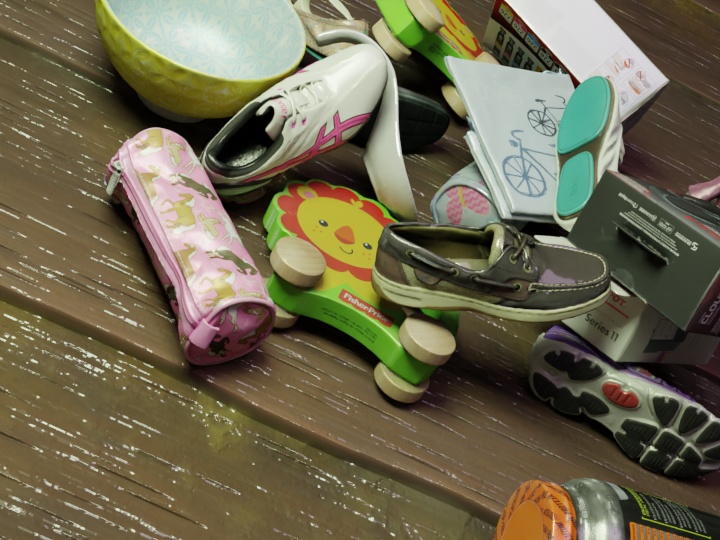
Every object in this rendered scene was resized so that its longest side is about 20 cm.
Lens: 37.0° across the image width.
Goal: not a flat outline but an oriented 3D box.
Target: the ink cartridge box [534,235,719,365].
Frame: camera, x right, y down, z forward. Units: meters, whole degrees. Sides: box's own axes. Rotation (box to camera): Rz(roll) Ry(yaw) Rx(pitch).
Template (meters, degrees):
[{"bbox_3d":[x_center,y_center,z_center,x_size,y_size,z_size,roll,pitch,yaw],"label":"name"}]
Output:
[{"bbox_3d":[0.242,0.029,0.998,0.199,0.068,0.117,7,24,-43],"label":"ink cartridge box"}]

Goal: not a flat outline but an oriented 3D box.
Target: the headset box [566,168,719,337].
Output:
[{"bbox_3d":[0.289,-0.010,0.934,0.199,0.078,0.149,11,24,-41],"label":"headset box"}]

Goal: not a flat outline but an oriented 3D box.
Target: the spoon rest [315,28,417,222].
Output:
[{"bbox_3d":[0.020,-0.140,1.031,0.099,0.060,0.201,-105,173,-82],"label":"spoon rest"}]

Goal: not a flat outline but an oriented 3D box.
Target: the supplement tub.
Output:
[{"bbox_3d":[0.204,0.226,0.792,0.199,0.123,0.123,19,42,-13],"label":"supplement tub"}]

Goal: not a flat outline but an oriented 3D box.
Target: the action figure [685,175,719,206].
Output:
[{"bbox_3d":[0.409,-0.057,1.183,0.133,0.149,0.201,21,57,-4],"label":"action figure"}]

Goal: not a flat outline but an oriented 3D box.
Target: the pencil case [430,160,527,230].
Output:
[{"bbox_3d":[0.156,-0.084,1.100,0.090,0.084,0.200,32,40,22],"label":"pencil case"}]

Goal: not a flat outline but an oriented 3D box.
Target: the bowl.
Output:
[{"bbox_3d":[-0.161,-0.206,1.017,0.199,0.108,0.201,16,43,-16],"label":"bowl"}]

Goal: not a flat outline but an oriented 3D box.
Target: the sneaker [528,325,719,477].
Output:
[{"bbox_3d":[0.249,0.108,0.973,0.199,0.081,0.084,33,33,2],"label":"sneaker"}]

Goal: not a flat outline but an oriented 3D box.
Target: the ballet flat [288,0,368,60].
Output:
[{"bbox_3d":[-0.069,-0.280,1.148,0.199,0.068,0.068,33,19,21],"label":"ballet flat"}]

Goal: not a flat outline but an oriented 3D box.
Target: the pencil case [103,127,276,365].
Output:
[{"bbox_3d":[-0.138,-0.020,0.867,0.086,0.083,0.201,-19,60,-23],"label":"pencil case"}]

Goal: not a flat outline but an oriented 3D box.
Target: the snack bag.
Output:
[{"bbox_3d":[0.177,-0.129,1.076,0.187,0.021,0.201,0,57,-36],"label":"snack bag"}]

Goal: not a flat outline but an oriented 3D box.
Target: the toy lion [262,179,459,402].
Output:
[{"bbox_3d":[0.000,0.000,0.951,0.199,0.069,0.192,31,33,0],"label":"toy lion"}]

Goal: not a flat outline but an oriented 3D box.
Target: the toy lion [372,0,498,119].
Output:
[{"bbox_3d":[0.080,-0.277,1.216,0.200,0.069,0.193,31,30,-42],"label":"toy lion"}]

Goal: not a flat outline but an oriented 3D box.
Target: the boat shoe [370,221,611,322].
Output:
[{"bbox_3d":[0.109,-0.004,0.870,0.198,0.065,0.073,0,41,-5],"label":"boat shoe"}]

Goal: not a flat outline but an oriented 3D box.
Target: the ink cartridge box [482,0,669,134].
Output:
[{"bbox_3d":[0.241,-0.236,1.257,0.084,0.176,0.200,-39,80,-8],"label":"ink cartridge box"}]

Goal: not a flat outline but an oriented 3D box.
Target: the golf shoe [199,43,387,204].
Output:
[{"bbox_3d":[-0.054,-0.133,0.949,0.200,0.092,0.073,-40,85,-6],"label":"golf shoe"}]

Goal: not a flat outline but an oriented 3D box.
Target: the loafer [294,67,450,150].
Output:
[{"bbox_3d":[-0.001,-0.175,1.112,0.199,0.073,0.073,8,41,-25],"label":"loafer"}]

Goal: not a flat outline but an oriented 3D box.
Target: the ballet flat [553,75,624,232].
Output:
[{"bbox_3d":[0.224,-0.102,1.037,0.069,0.070,0.201,23,50,-9],"label":"ballet flat"}]
